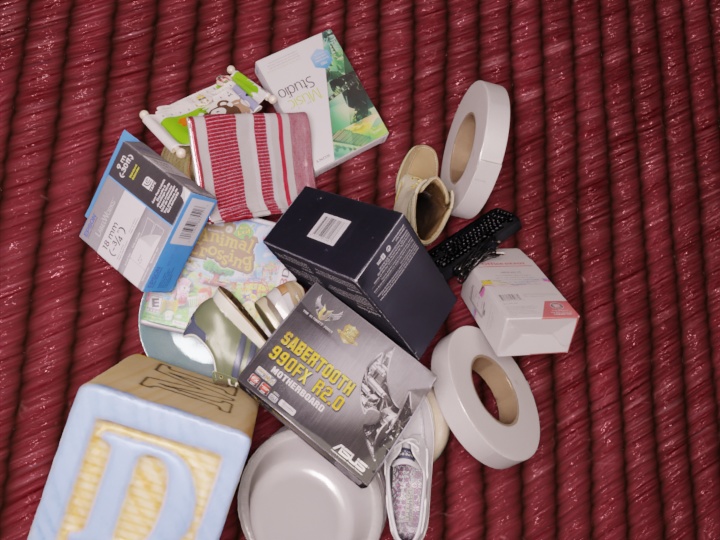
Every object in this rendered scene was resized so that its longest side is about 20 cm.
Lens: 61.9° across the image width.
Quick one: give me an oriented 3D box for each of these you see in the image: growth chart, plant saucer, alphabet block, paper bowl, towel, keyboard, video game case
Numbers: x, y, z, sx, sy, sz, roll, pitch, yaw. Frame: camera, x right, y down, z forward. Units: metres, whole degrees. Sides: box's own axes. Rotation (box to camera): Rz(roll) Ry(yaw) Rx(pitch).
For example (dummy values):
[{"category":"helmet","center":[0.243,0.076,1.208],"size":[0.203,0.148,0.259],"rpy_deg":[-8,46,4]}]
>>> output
[{"category":"growth chart","center":[-0.219,-0.234,0.880],"size":[0.144,0.018,0.199],"rpy_deg":[33,54,26]},{"category":"plant saucer","center":[-0.214,0.070,0.865],"size":[0.196,0.039,0.206],"rpy_deg":[2,78,-11]},{"category":"alphabet block","center":[-0.243,0.233,0.724],"size":[0.193,0.200,0.199],"rpy_deg":[21,90,-7]},{"category":"paper bowl","center":[-0.064,0.303,0.779],"size":[0.196,0.104,0.206],"rpy_deg":[0,90,13]},{"category":"towel","center":[-0.145,-0.150,0.857],"size":[0.197,0.022,0.148],"rpy_deg":[-14,100,-42]},{"category":"keyboard","center":[0.168,-0.044,0.937],"size":[0.198,0.104,0.040],"rpy_deg":[-34,128,-16]},{"category":"video game case","center":[-0.189,0.008,0.850],"size":[0.195,0.022,0.186],"rpy_deg":[14,77,-9]}]

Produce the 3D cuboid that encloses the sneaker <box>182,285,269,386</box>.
[{"category":"sneaker","center":[-0.154,0.126,0.799],"size":[0.089,0.067,0.201],"rpy_deg":[-39,94,-2]}]

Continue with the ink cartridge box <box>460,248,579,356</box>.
[{"category":"ink cartridge box","center":[0.229,0.041,0.917],"size":[0.114,0.201,0.069],"rpy_deg":[-1,121,-12]}]

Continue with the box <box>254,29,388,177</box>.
[{"category":"box","center":[-0.062,-0.270,0.966],"size":[0.142,0.036,0.203],"rpy_deg":[-29,88,-16]}]

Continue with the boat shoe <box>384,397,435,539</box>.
[{"category":"boat shoe","center":[0.058,0.242,0.765],"size":[0.070,0.069,0.205],"rpy_deg":[5,75,7]}]

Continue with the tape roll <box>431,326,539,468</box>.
[{"category":"tape roll","center":[0.182,0.179,0.864],"size":[0.201,0.037,0.206],"rpy_deg":[31,39,-29]}]

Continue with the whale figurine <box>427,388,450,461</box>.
[{"category":"whale figurine","center":[0.039,0.200,0.874],"size":[0.199,0.104,0.160],"rpy_deg":[37,82,21]}]

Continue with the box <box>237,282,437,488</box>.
[{"category":"box","center":[-0.027,0.138,0.741],"size":[0.199,0.049,0.159],"rpy_deg":[37,68,8]}]

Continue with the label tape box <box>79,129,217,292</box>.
[{"category":"label tape box","center":[-0.304,-0.086,0.800],"size":[0.198,0.063,0.146],"rpy_deg":[35,101,20]}]

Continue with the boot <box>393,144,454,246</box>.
[{"category":"boot","center":[0.096,-0.117,0.906],"size":[0.071,0.155,0.204],"rpy_deg":[17,76,-8]}]

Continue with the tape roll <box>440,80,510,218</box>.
[{"category":"tape roll","center":[0.169,-0.181,0.911],"size":[0.036,0.203,0.208],"rpy_deg":[11,77,-10]}]

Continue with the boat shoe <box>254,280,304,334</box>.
[{"category":"boat shoe","center":[-0.062,0.107,0.821],"size":[0.068,0.074,0.202],"rpy_deg":[-36,99,-20]}]

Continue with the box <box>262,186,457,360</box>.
[{"category":"box","center":[0.000,0.000,0.807],"size":[0.105,0.198,0.183],"rpy_deg":[-52,134,-16]}]

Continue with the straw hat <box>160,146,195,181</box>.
[{"category":"straw hat","center":[-0.209,-0.157,0.886],"size":[0.196,0.085,0.206],"rpy_deg":[2,78,-11]}]
